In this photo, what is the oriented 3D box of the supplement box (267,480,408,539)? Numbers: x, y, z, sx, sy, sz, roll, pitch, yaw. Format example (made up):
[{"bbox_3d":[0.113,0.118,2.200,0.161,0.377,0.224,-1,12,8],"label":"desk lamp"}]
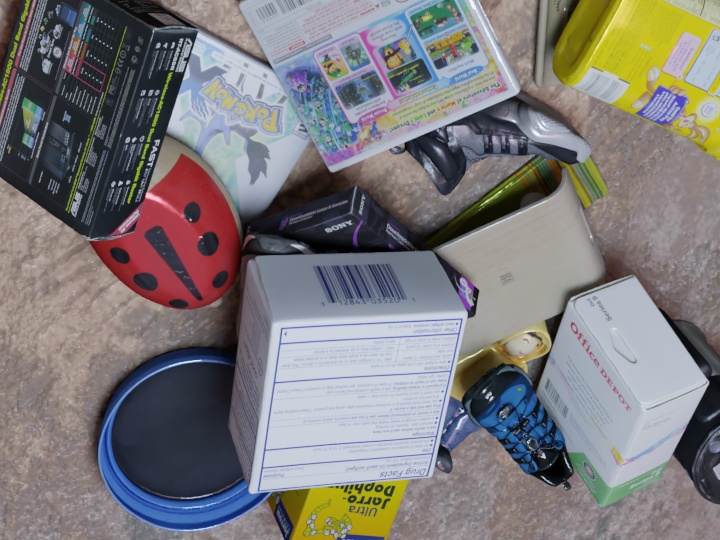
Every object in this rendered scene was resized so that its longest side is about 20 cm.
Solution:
[{"bbox_3d":[-0.012,0.180,1.706,0.109,0.109,0.201,9,114,-23],"label":"supplement box"}]

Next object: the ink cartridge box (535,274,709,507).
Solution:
[{"bbox_3d":[0.264,0.125,1.708,0.087,0.146,0.201,-21,149,-19],"label":"ink cartridge box"}]

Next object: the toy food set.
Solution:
[{"bbox_3d":[0.141,-0.009,1.680,0.199,0.061,0.144,-24,128,5],"label":"toy food set"}]

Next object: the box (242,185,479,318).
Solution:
[{"bbox_3d":[0.000,0.000,1.595,0.142,0.036,0.200,-17,138,37],"label":"box"}]

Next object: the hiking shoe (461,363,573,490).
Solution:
[{"bbox_3d":[0.171,0.159,1.699,0.074,0.087,0.200,-45,147,2],"label":"hiking shoe"}]

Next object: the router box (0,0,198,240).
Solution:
[{"bbox_3d":[-0.236,-0.148,1.417,0.062,0.149,0.201,-12,129,-55],"label":"router box"}]

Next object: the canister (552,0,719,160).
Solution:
[{"bbox_3d":[0.299,-0.207,1.568,0.199,0.087,0.149,20,112,-22],"label":"canister"}]

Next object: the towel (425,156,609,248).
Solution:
[{"bbox_3d":[0.158,-0.051,1.695,0.200,0.018,0.086,-37,123,3],"label":"towel"}]

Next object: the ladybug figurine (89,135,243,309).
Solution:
[{"bbox_3d":[-0.180,-0.036,1.516,0.135,0.072,0.200,-32,121,8],"label":"ladybug figurine"}]

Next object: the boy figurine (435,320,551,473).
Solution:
[{"bbox_3d":[0.133,0.121,1.755,0.124,0.065,0.200,36,104,-28],"label":"boy figurine"}]

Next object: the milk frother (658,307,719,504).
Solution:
[{"bbox_3d":[0.400,0.112,1.771,0.199,0.188,0.182,-18,124,-10],"label":"milk frother"}]

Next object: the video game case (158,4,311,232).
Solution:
[{"bbox_3d":[-0.152,-0.125,1.539,0.199,0.022,0.183,25,107,-30],"label":"video game case"}]

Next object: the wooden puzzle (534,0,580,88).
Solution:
[{"bbox_3d":[0.267,-0.266,1.598,0.198,0.046,0.186,-8,120,-16],"label":"wooden puzzle"}]

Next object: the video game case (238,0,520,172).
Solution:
[{"bbox_3d":[0.017,-0.202,1.487,0.199,0.024,0.183,-21,112,21],"label":"video game case"}]

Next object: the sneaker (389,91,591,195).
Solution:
[{"bbox_3d":[0.121,-0.122,1.612,0.199,0.076,0.114,22,109,-22],"label":"sneaker"}]

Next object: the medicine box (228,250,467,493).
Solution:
[{"bbox_3d":[-0.017,0.093,1.518,0.181,0.103,0.201,-2,126,-18],"label":"medicine box"}]

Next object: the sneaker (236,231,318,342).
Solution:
[{"bbox_3d":[-0.082,0.033,1.566,0.073,0.080,0.201,13,147,4],"label":"sneaker"}]

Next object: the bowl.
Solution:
[{"bbox_3d":[-0.168,0.170,1.679,0.199,0.039,0.202,-6,117,-12],"label":"bowl"}]
